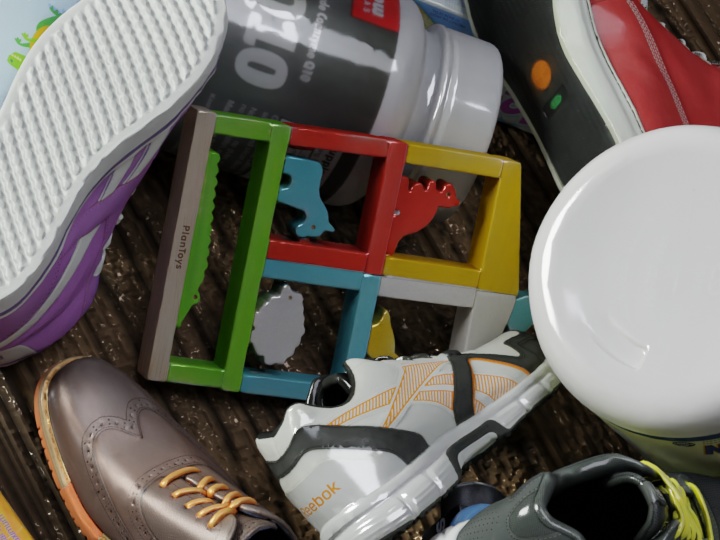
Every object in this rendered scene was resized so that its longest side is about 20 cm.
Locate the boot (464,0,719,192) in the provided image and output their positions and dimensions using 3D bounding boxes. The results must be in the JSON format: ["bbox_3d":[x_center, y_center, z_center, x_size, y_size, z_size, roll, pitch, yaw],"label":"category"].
[{"bbox_3d":[0.141,-0.119,1.363,0.144,0.072,0.201,-7,65,-38],"label":"boot"}]

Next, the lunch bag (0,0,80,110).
[{"bbox_3d":[-0.236,-0.133,1.249,0.199,0.083,0.161,28,50,-7],"label":"lunch bag"}]

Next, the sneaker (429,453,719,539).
[{"bbox_3d":[0.123,0.120,1.160,0.199,0.085,0.075,-7,63,-43],"label":"sneaker"}]

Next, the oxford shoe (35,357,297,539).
[{"bbox_3d":[-0.068,0.110,1.169,0.071,0.073,0.200,-32,77,-38],"label":"oxford shoe"}]

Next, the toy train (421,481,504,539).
[{"bbox_3d":[0.080,0.191,1.195,0.114,0.087,0.201,13,54,-26],"label":"toy train"}]

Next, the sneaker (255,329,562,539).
[{"bbox_3d":[0.026,0.062,1.203,0.080,0.074,0.200,48,33,5],"label":"sneaker"}]

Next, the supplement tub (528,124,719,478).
[{"bbox_3d":[0.172,0.026,1.258,0.145,0.145,0.200,66,11,22],"label":"supplement tub"}]

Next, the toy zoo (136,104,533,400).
[{"bbox_3d":[0.000,0.000,1.267,0.199,0.020,0.132,7,99,-22],"label":"toy zoo"}]

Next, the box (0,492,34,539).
[{"bbox_3d":[-0.238,0.132,1.100,0.200,0.042,0.119,-27,74,-39],"label":"box"}]

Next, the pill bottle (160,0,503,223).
[{"bbox_3d":[-0.038,-0.099,1.307,0.199,0.114,0.114,17,53,-16],"label":"pill bottle"}]

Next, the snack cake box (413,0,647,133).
[{"bbox_3d":[0.054,-0.157,1.423,0.199,0.067,0.115,20,50,-14],"label":"snack cake box"}]

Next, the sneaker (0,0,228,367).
[{"bbox_3d":[-0.130,-0.044,1.217,0.073,0.114,0.201,32,71,16],"label":"sneaker"}]
